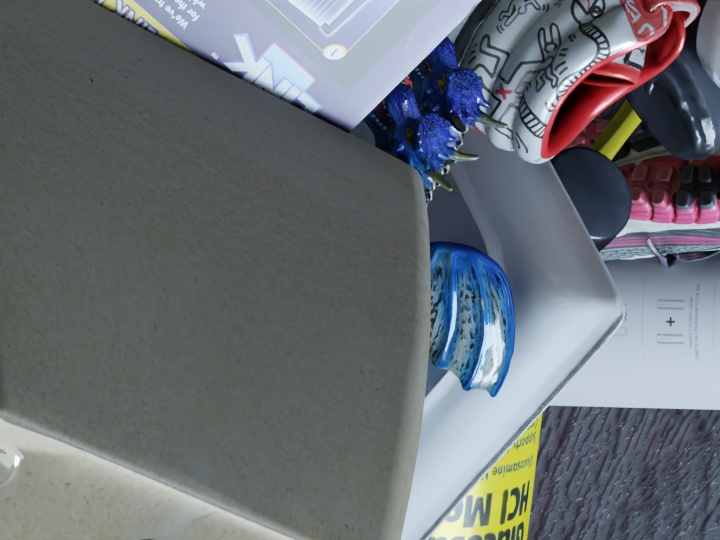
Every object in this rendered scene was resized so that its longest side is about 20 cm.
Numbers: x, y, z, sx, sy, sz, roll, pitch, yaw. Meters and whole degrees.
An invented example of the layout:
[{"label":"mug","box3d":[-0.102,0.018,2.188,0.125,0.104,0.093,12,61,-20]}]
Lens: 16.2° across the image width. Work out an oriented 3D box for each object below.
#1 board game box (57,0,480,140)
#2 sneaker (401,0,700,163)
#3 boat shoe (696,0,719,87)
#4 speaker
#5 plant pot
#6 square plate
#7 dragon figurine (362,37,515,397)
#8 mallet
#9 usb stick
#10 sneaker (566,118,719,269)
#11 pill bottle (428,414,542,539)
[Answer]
[{"label":"board game box","box3d":[-0.042,-0.139,0.762,0.165,0.057,0.200,-43,124,9]},{"label":"sneaker","box3d":[0.086,-0.134,0.872,0.202,0.108,0.067,-54,162,4]},{"label":"boat shoe","box3d":[0.193,-0.138,0.882,0.072,0.068,0.200,15,112,-55]},{"label":"speaker","box3d":[0.109,0.021,1.123,0.199,0.081,0.081,0,157,19]},{"label":"plant pot","box3d":[-0.095,0.055,0.732,0.200,0.177,0.200,26,117,-29]},{"label":"square plate","box3d":[0.000,0.000,0.969,0.028,0.200,0.198,4,138,-38]},{"label":"dragon figurine","box3d":[0.013,0.021,0.868,0.099,0.201,0.059,4,-163,45]},{"label":"mallet","box3d":[0.117,-0.073,0.985,0.200,0.041,0.066,-50,-174,-24]},{"label":"usb stick","box3d":[0.163,-0.111,0.996,0.033,0.056,0.200,-19,-161,46]},{"label":"sneaker","box3d":[0.106,-0.029,1.066,0.200,0.081,0.075,-4,157,30]},{"label":"pill bottle","box3d":[0.016,0.103,1.068,0.112,0.112,0.201,-4,106,-36]}]
